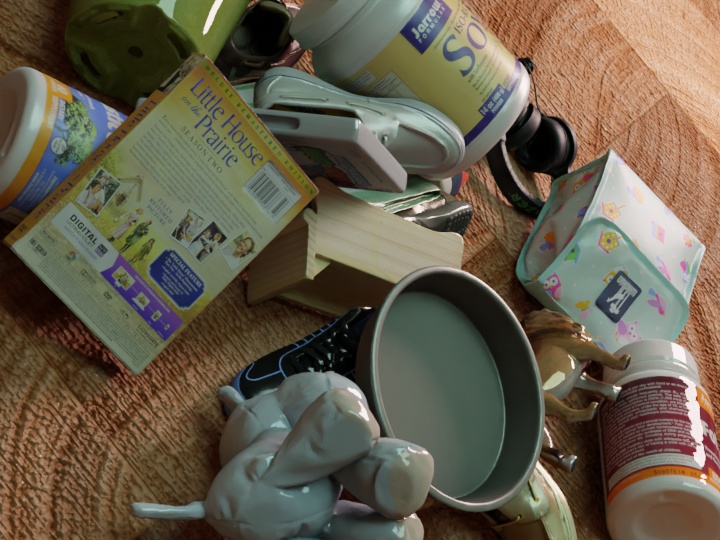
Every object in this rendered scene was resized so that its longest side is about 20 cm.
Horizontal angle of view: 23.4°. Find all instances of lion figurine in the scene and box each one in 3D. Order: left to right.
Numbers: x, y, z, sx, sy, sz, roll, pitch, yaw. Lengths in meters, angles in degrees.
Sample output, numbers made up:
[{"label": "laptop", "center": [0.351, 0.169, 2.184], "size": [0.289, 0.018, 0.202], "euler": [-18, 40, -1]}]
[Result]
[{"label": "lion figurine", "center": [0.177, 0.107, 1.653], "size": [0.122, 0.073, 0.200], "euler": [21, 34, 19]}]

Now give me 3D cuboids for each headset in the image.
[{"label": "headset", "center": [0.177, -0.149, 1.946], "size": [0.123, 0.094, 0.201], "euler": [28, 53, -37]}]

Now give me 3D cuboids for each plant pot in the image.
[{"label": "plant pot", "center": [-0.172, -0.248, 1.512], "size": [0.200, 0.200, 0.191], "euler": [33, 47, -24]}]

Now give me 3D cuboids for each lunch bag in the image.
[{"label": "lunch bag", "center": [0.260, 0.002, 1.827], "size": [0.170, 0.122, 0.200], "euler": [44, 43, -17]}]

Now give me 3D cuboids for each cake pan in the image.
[{"label": "cake pan", "center": [0.070, 0.097, 1.406], "size": [0.200, 0.037, 0.201], "euler": [18, 63, -39]}]

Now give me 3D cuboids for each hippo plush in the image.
[{"label": "hippo plush", "center": [-0.045, 0.161, 1.287], "size": [0.160, 0.199, 0.161], "euler": [61, 2, -16]}]

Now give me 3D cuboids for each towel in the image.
[{"label": "towel", "center": [-0.037, -0.116, 1.605], "size": [0.200, 0.023, 0.152], "euler": [36, 27, 20]}]

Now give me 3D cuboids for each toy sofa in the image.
[{"label": "toy sofa", "center": [0.000, 0.000, 1.517], "size": [0.199, 0.083, 0.098], "euler": [20, 61, -38]}]

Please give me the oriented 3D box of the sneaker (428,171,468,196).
[{"label": "sneaker", "center": [0.045, -0.158, 1.771], "size": [0.084, 0.075, 0.201], "euler": [-19, 82, -55]}]

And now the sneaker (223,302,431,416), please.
[{"label": "sneaker", "center": [-0.024, 0.071, 1.413], "size": [0.199, 0.078, 0.070], "euler": [-21, 63, -44]}]

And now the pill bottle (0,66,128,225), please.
[{"label": "pill bottle", "center": [-0.196, -0.066, 1.336], "size": [0.199, 0.112, 0.112], "euler": [25, 39, -33]}]

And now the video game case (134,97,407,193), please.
[{"label": "video game case", "center": [-0.068, -0.100, 1.427], "size": [0.200, 0.181, 0.024], "euler": [35, 62, -75]}]

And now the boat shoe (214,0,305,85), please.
[{"label": "boat shoe", "center": [-0.089, -0.223, 1.659], "size": [0.200, 0.072, 0.072], "euler": [-29, 92, -57]}]

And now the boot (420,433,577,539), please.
[{"label": "boot", "center": [0.096, 0.193, 1.469], "size": [0.155, 0.073, 0.201], "euler": [-11, 78, -47]}]

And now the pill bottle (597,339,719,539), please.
[{"label": "pill bottle", "center": [0.289, 0.170, 1.688], "size": [0.114, 0.114, 0.201], "euler": [33, 36, -25]}]

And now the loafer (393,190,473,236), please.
[{"label": "loafer", "center": [0.028, -0.041, 1.639], "size": [0.070, 0.075, 0.200], "euler": [36, 25, 24]}]

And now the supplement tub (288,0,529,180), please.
[{"label": "supplement tub", "center": [0.046, -0.198, 1.631], "size": [0.200, 0.145, 0.146], "euler": [42, 32, -19]}]

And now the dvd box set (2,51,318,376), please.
[{"label": "dvd box set", "center": [-0.144, -0.041, 1.288], "size": [0.146, 0.200, 0.029], "euler": [49, -9, -30]}]

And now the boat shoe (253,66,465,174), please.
[{"label": "boat shoe", "center": [-0.001, -0.122, 1.552], "size": [0.199, 0.071, 0.070], "euler": [19, 32, -12]}]
